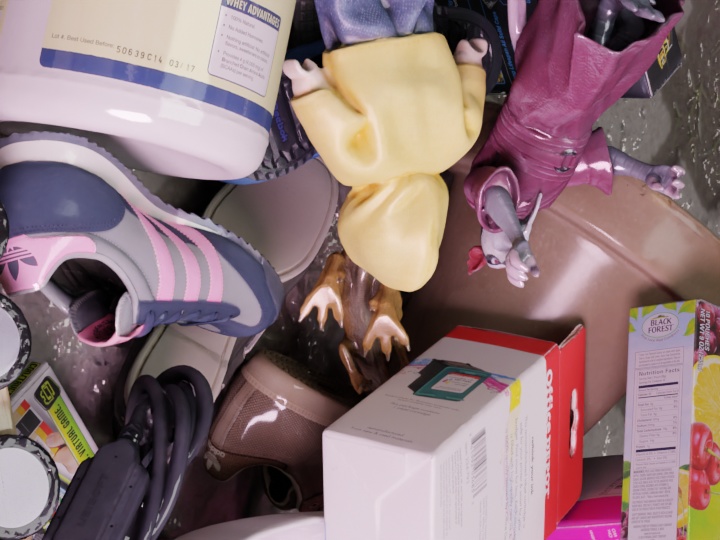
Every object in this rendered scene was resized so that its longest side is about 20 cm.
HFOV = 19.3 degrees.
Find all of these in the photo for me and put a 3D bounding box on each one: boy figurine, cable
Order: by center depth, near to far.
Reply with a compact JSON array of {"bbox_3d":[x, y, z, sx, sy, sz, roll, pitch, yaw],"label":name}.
[{"bbox_3d":[-0.115,0.136,0.999,0.200,0.051,0.164,-71,177,-46],"label":"cable"},{"bbox_3d":[0.017,-0.091,1.097,0.124,0.064,0.201,-18,106,-33],"label":"boy figurine"}]

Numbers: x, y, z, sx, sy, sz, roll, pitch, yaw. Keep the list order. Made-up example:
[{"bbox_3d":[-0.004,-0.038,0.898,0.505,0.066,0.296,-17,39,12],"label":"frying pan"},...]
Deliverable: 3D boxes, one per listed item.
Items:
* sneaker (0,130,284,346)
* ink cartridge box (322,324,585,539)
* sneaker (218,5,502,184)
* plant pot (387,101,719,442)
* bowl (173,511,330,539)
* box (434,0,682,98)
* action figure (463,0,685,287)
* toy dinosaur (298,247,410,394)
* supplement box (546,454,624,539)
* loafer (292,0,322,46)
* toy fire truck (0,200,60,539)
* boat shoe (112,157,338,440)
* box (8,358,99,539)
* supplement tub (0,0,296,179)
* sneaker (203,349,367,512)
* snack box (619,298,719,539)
[{"bbox_3d":[-0.110,0.008,1.027,0.200,0.070,0.082,32,52,-47],"label":"sneaker"},{"bbox_3d":[0.056,0.107,1.154,0.200,0.067,0.117,-33,128,-56],"label":"ink cartridge box"},{"bbox_3d":[-0.015,-0.100,1.158,0.200,0.078,0.066,-23,106,-30],"label":"sneaker"},{"bbox_3d":[0.106,0.022,1.284,0.175,0.200,0.200,-56,136,-4],"label":"plant pot"},{"bbox_3d":[-0.065,0.221,1.108,0.200,0.074,0.201,5,94,-64],"label":"bowl"},{"bbox_3d":[0.088,-0.195,1.229,0.046,0.158,0.201,-47,129,-39],"label":"box"},{"bbox_3d":[0.093,-0.080,1.137,0.134,0.149,0.200,-16,141,-49],"label":"action figure"},{"bbox_3d":[0.000,0.000,1.185,0.106,0.060,0.201,-75,164,-72],"label":"toy dinosaur"},{"bbox_3d":[0.130,0.178,1.292,0.101,0.199,0.104,-31,106,-44],"label":"supplement box"},{"bbox_3d":[-0.019,-0.210,1.136,0.075,0.070,0.201,-8,133,-18],"label":"loafer"},{"bbox_3d":[-0.241,0.054,0.901,0.199,0.129,0.177,-11,88,-28],"label":"toy fire truck"},{"bbox_3d":[-0.079,0.015,1.148,0.067,0.057,0.200,36,58,-8],"label":"boat shoe"},{"bbox_3d":[-0.159,0.153,1.074,0.110,0.035,0.200,-51,131,-33],"label":"box"},{"bbox_3d":[-0.099,-0.155,1.016,0.145,0.145,0.201,17,82,-50],"label":"supplement tub"},{"bbox_3d":[-0.022,0.106,1.228,0.076,0.070,0.200,-53,140,4],"label":"sneaker"},{"bbox_3d":[0.232,0.108,1.226,0.200,0.053,0.143,19,70,-42],"label":"snack box"}]
